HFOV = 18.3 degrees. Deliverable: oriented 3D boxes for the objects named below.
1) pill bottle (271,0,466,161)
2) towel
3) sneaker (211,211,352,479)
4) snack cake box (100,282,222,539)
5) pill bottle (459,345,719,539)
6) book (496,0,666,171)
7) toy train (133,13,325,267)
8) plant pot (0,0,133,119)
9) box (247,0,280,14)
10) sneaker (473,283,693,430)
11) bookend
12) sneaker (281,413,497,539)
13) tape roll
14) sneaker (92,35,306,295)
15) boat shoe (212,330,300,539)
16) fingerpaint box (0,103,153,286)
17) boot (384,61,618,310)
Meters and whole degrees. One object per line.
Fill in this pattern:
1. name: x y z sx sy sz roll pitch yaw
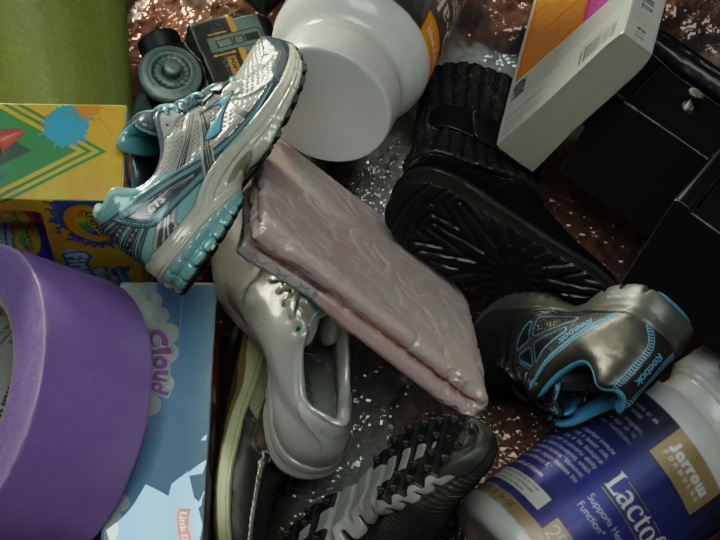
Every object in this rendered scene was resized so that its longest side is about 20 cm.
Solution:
1. pill bottle: 0.004 -0.172 1.557 0.116 0.117 0.200 16 44 7
2. towel: 0.000 0.000 1.456 0.191 0.200 0.032 37 106 -15
3. sneaker: -0.040 0.029 1.455 0.075 0.089 0.201 -9 66 -23
4. snack cake box: -0.129 0.121 1.466 0.067 0.115 0.201 1 66 1
5. pill bottle: 0.173 0.142 1.457 0.200 0.116 0.116 -35 71 -13
6. book: 0.163 -0.174 1.541 0.048 0.134 0.200 36 41 -13
7. toy train: -0.088 -0.090 1.579 0.114 0.085 0.201 -16 68 -17
8. plant pot: -0.234 -0.160 1.563 0.199 0.200 0.191 -13 79 -6
9. box: -0.032 -0.290 1.596 0.158 0.200 0.051 -42 75 -15
10. sneaker: 0.123 0.060 1.454 0.073 0.200 0.082 46 59 -17
11. bookend: 0.217 -0.053 1.490 0.200 0.092 0.199 36 32 9
12. sneaker: 0.035 0.159 1.426 0.090 0.200 0.067 36 41 -17
13. tape roll: -0.226 0.089 1.433 0.085 0.200 0.201 22 60 -38
14. sneaker: -0.100 -0.085 1.394 0.086 0.078 0.200 32 52 -9
15. boat shoe: -0.056 0.107 1.496 0.066 0.072 0.202 4 62 7
16. fingerpaint box: -0.228 -0.036 1.488 0.166 0.200 0.074 1 68 0
17. boot: 0.116 -0.044 1.558 0.211 0.079 0.158 40 36 -15
